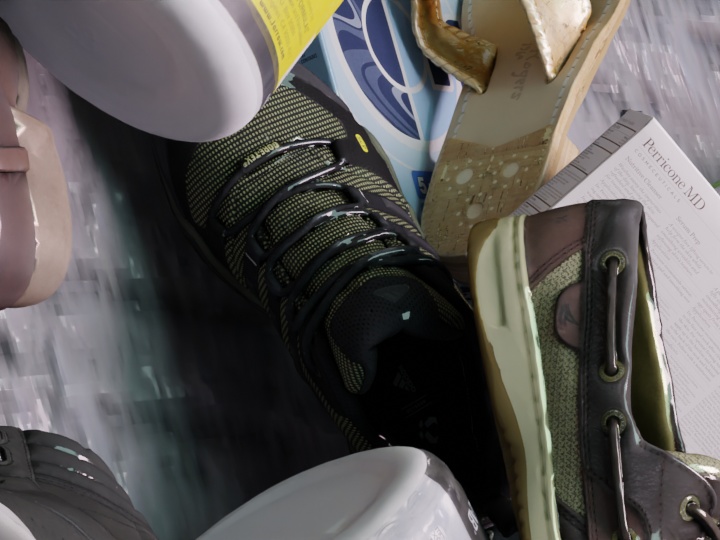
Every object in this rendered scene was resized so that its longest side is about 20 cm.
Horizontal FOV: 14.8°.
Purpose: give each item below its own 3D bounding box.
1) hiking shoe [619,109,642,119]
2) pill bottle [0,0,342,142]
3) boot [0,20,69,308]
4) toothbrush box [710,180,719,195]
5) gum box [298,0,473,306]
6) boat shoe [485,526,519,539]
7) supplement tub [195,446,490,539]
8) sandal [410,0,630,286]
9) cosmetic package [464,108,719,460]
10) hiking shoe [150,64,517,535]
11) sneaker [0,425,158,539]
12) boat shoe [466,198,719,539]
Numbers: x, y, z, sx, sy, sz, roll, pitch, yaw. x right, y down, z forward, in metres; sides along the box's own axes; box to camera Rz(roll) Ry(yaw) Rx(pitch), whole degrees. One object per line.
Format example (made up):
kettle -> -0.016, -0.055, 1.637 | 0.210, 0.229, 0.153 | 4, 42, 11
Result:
hiking shoe -> 0.105, 0.043, 1.076 | 0.101, 0.075, 0.201 | -75, 172, -66
pill bottle -> -0.030, -0.147, 0.906 | 0.112, 0.112, 0.200 | 48, 63, -28
boot -> -0.140, -0.016, 0.799 | 0.146, 0.070, 0.201 | 28, 52, -53
toothbrush box -> 0.203, 0.028, 1.278 | 0.200, 0.086, 0.146 | -11, 80, -59
gum box -> 0.014, -0.080, 1.099 | 0.170, 0.044, 0.201 | 1, 71, -57
boat shoe -> 0.048, 0.125, 1.003 | 0.066, 0.074, 0.200 | 0, 73, -25
supplement tub -> 0.019, 0.167, 0.879 | 0.200, 0.122, 0.123 | 61, 32, -11
sandal -> 0.052, -0.098, 1.050 | 0.070, 0.077, 0.212 | 49, 41, -39
cosmetic package -> 0.133, 0.045, 0.984 | 0.200, 0.082, 0.051 | 49, 3, -9
hiking shoe -> 0.000, 0.000, 0.938 | 0.200, 0.076, 0.101 | 55, -12, -3
sneaker -> -0.115, 0.076, 0.750 | 0.200, 0.071, 0.099 | 31, 9, -49
boat shoe -> 0.086, 0.071, 0.873 | 0.072, 0.066, 0.202 | 24, 49, -67
